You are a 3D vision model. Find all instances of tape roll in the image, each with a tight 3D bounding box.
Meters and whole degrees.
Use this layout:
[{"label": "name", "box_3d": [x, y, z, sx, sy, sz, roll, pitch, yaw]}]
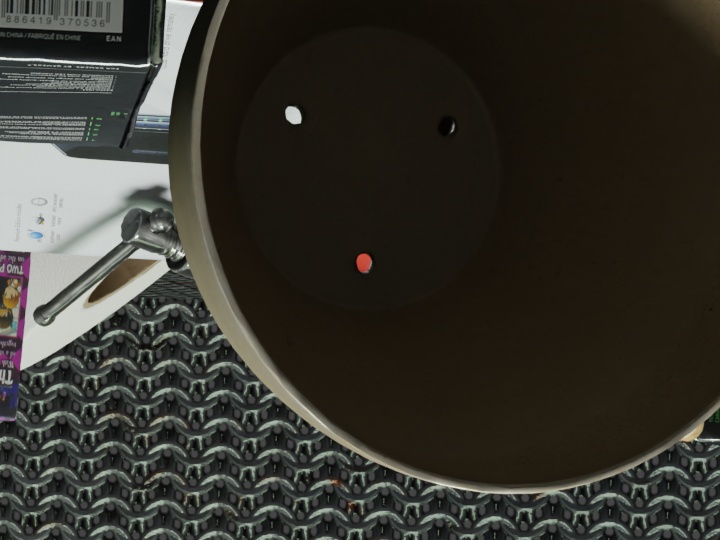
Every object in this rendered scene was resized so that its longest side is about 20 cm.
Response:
[{"label": "tape roll", "box_3d": [-0.094, -0.030, 1.237, 0.203, 0.037, 0.203, -40, 177, -3]}]

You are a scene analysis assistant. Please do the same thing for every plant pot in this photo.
[{"label": "plant pot", "box_3d": [0.024, -0.036, 0.851, 0.199, 0.201, 0.134, 4, 178, -20]}]

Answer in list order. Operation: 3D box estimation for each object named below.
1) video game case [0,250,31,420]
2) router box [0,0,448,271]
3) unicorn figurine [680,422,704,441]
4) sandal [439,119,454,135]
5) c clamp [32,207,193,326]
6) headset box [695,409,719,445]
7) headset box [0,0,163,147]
[{"label": "video game case", "box_3d": [-0.216, -0.035, 1.083, 0.199, 0.182, 0.036, 6, 176, -45]}, {"label": "router box", "box_3d": [-0.071, -0.068, 1.003, 0.179, 0.049, 0.200, 3, 154, -7]}, {"label": "unicorn figurine", "box_3d": [0.176, 0.031, 0.981, 0.200, 0.074, 0.138, -37, 166, -46]}, {"label": "sandal", "box_3d": [0.004, -0.064, 1.134, 0.059, 0.079, 0.207, 44, 178, 8]}, {"label": "c clamp", "box_3d": [0.000, 0.000, 1.064, 0.199, 0.027, 0.171, 18, 144, -30]}, {"label": "headset box", "box_3d": [0.218, 0.000, 1.318, 0.092, 0.175, 0.200, 1, 176, 14]}, {"label": "headset box", "box_3d": [-0.146, -0.093, 0.787, 0.173, 0.093, 0.200, 2, 176, -6]}]
